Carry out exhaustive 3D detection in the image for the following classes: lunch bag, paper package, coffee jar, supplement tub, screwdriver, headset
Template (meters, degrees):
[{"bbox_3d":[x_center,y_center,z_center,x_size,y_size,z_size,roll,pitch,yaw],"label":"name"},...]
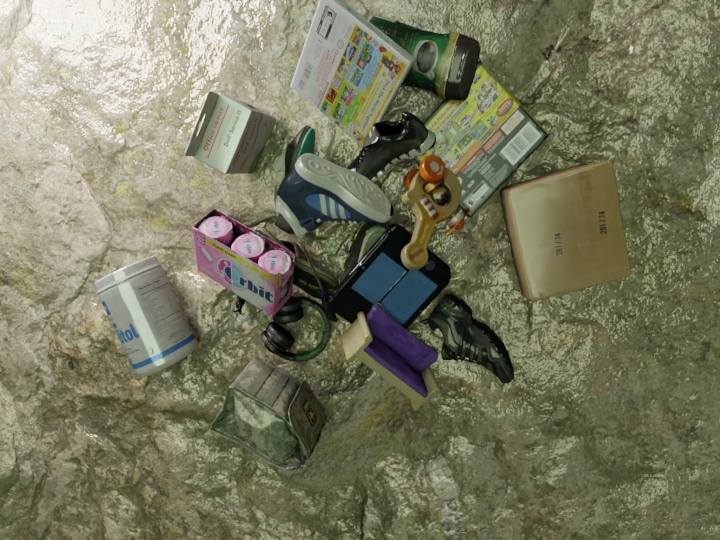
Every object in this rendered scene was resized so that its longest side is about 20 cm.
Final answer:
[{"bbox_3d":[-0.161,0.276,1.055,0.197,0.164,0.120,29,104,1],"label":"lunch bag"},{"bbox_3d":[0.357,-0.070,0.961,0.186,0.104,0.205,-15,97,8],"label":"paper package"},{"bbox_3d":[0.102,-0.362,0.937,0.195,0.085,0.107,18,105,13],"label":"coffee jar"},{"bbox_3d":[-0.417,0.090,1.072,0.129,0.132,0.204,-23,97,10],"label":"supplement tub"},{"bbox_3d":[-0.076,0.024,1.021,0.027,0.029,0.203,-22,128,-2],"label":"screwdriver"},{"bbox_3d":[-0.156,0.102,1.084,0.195,0.094,0.126,18,98,-12],"label":"headset"}]

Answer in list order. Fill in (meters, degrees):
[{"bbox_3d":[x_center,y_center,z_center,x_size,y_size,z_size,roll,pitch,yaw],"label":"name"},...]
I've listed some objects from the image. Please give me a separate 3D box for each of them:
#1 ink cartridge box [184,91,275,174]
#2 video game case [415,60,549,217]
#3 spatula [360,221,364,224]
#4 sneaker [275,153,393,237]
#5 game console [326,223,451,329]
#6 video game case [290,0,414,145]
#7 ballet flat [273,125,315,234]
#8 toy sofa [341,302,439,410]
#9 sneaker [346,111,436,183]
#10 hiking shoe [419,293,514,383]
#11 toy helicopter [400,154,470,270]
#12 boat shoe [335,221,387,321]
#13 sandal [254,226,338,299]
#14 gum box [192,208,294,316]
[{"bbox_3d":[-0.221,-0.234,0.954,0.066,0.200,0.119,27,103,1],"label":"ink cartridge box"},{"bbox_3d":[0.207,-0.235,0.990,0.181,0.026,0.200,44,103,-2],"label":"video game case"},{"bbox_3d":[0.013,-0.055,1.048,0.055,0.021,0.205,-12,99,7],"label":"spatula"},{"bbox_3d":[-0.056,-0.107,0.979,0.196,0.082,0.147,25,131,-17],"label":"sneaker"},{"bbox_3d":[0.057,0.032,1.010,0.175,0.031,0.201,34,105,-34],"label":"game console"},{"bbox_3d":[-0.021,-0.338,0.940,0.181,0.023,0.201,38,142,0],"label":"video game case"},{"bbox_3d":[-0.132,-0.171,1.025,0.067,0.068,0.206,13,102,17],"label":"ballet flat"},{"bbox_3d":[0.065,0.160,1.014,0.098,0.083,0.199,-44,116,13],"label":"toy sofa"},{"bbox_3d":[0.030,-0.217,0.969,0.197,0.068,0.090,-25,132,25],"label":"sneaker"},{"bbox_3d":[0.205,0.144,1.041,0.101,0.076,0.201,-44,83,21],"label":"hiking shoe"},{"bbox_3d":[0.125,-0.087,0.948,0.130,0.079,0.204,28,68,-15],"label":"toy helicopter"},{"bbox_3d":[0.000,0.000,1.025,0.070,0.061,0.205,12,116,-26],"label":"boat shoe"},{"bbox_3d":[-0.125,-0.016,1.056,0.199,0.058,0.079,36,138,-17],"label":"sandal"},{"bbox_3d":[-0.212,-0.013,1.014,0.197,0.066,0.115,29,139,14],"label":"gum box"}]
